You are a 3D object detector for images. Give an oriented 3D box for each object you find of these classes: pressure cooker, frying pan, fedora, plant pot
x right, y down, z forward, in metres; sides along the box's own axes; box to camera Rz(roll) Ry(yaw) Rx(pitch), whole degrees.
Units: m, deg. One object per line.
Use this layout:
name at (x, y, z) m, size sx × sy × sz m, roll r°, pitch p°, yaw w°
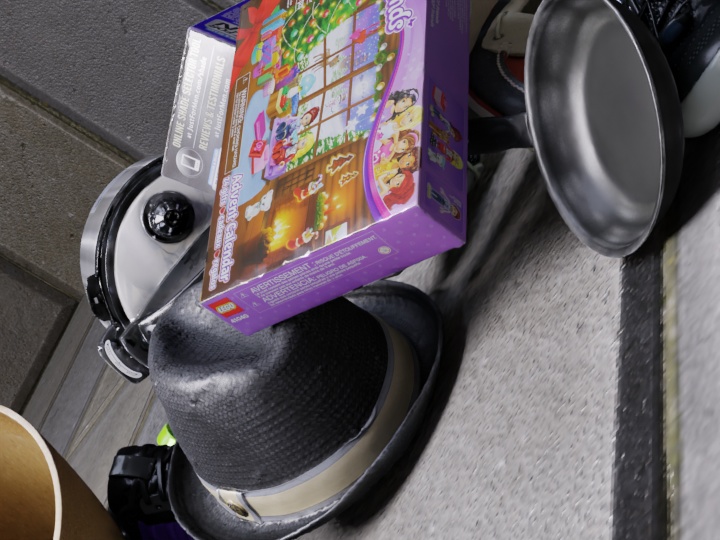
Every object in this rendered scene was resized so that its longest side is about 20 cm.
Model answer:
pressure cooker at (-0.120, -0.005, 1.144) m, size 0.200 × 0.177 × 0.177 m, roll -175°, pitch 85°, yaw -74°
frying pan at (0.093, -0.050, 0.674) m, size 0.190 × 0.031 × 0.116 m, roll 123°, pitch 131°, yaw -67°
fedora at (-0.052, 0.052, 0.817) m, size 0.200 × 0.092 × 0.201 m, roll -31°, pitch 30°, yaw 21°
plant pot at (-0.205, 0.202, 0.928) m, size 0.185 × 0.200 × 0.187 m, roll -13°, pitch 58°, yaw 21°

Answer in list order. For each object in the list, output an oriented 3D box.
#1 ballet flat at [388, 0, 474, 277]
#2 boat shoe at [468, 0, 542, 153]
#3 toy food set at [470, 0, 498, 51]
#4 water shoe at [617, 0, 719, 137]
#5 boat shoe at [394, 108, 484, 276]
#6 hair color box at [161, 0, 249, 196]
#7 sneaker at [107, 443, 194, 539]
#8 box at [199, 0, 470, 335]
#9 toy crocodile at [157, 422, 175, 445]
ballet flat at (0.021, -0.097, 0.828) m, size 0.062 × 0.067 × 0.201 m, roll 114°, pitch 167°, yaw -76°
boat shoe at (0.096, -0.111, 0.821) m, size 0.063 × 0.071 × 0.200 m, roll -51°, pitch 9°, yaw 19°
toy food set at (0.016, -0.162, 1.004) m, size 0.143 × 0.061 × 0.200 m, roll -31°, pitch -20°, yaw -7°
water shoe at (0.128, -0.122, 0.680) m, size 0.072 × 0.079 × 0.200 m, roll -54°, pitch 13°, yaw 23°
boat shoe at (0.042, -0.073, 0.929) m, size 0.066 × 0.074 × 0.201 m, roll -13°, pitch 35°, yaw 22°
hair color box at (-0.060, -0.135, 1.076) m, size 0.200 × 0.065 × 0.110 m, roll -43°, pitch -28°, yaw -58°
sneaker at (-0.104, 0.137, 0.935) m, size 0.200 × 0.099 × 0.070 m, roll -44°, pitch 21°, yaw 53°
box at (-0.010, -0.079, 0.766) m, size 0.136 × 0.039 × 0.201 m, roll -23°, pitch 47°, yaw 33°
toy crocodile at (-0.137, 0.164, 1.131) m, size 0.068 × 0.062 × 0.200 m, roll -57°, pitch 7°, yaw 7°
